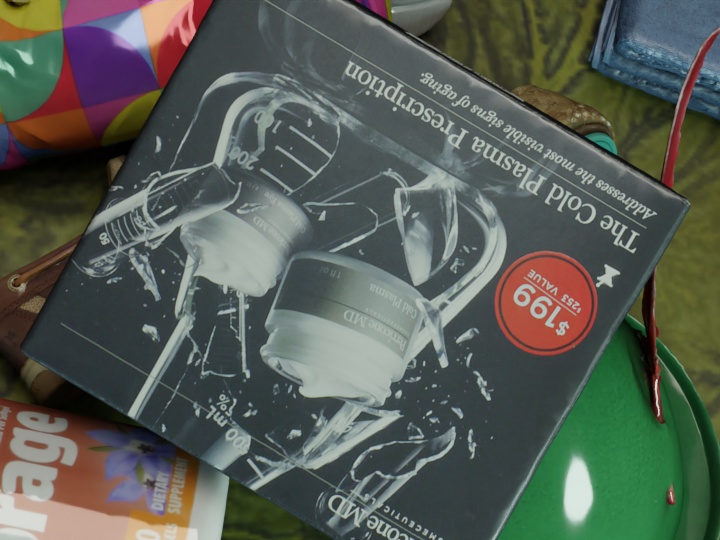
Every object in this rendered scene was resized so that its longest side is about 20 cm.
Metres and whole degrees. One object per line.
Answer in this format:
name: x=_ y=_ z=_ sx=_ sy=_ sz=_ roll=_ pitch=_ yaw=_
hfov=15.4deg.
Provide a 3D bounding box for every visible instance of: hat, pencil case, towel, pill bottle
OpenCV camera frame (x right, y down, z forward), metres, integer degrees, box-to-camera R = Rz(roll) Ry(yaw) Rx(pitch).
hat: x=0.093 y=0.038 z=1.110 sx=0.164 sy=0.176 sz=0.201 roll=-11 pitch=67 yaw=-17
pencil case: x=-0.085 y=-0.103 z=1.167 sx=0.198 sy=0.088 sz=0.089 roll=-12 pitch=67 yaw=1
towel: x=0.189 y=-0.163 z=1.299 sx=0.111 sy=0.049 sz=0.201 roll=21 pitch=62 yaw=0
pill bottle: x=-0.159 y=0.106 z=1.067 sx=0.198 sy=0.112 sz=0.113 roll=12 pitch=63 yaw=-6

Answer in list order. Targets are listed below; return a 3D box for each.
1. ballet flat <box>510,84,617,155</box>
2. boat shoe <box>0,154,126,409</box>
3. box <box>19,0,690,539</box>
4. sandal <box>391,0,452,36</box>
ballet flat: x=0.024 y=-0.026 z=1.202 sx=0.199 sy=0.071 sz=0.065 roll=-26 pitch=46 yaw=-24
boat shoe: x=-0.085 y=-0.026 z=1.169 sx=0.200 sy=0.072 sz=0.072 roll=-41 pitch=79 yaw=-18
box: x=0.000 y=0.000 z=1.054 sx=0.199 sy=0.104 sz=0.183 roll=30 pitch=96 yaw=1
sandal: x=-0.055 y=-0.152 z=1.227 sx=0.205 sy=0.079 sz=0.060 roll=3 pitch=50 yaw=-14
